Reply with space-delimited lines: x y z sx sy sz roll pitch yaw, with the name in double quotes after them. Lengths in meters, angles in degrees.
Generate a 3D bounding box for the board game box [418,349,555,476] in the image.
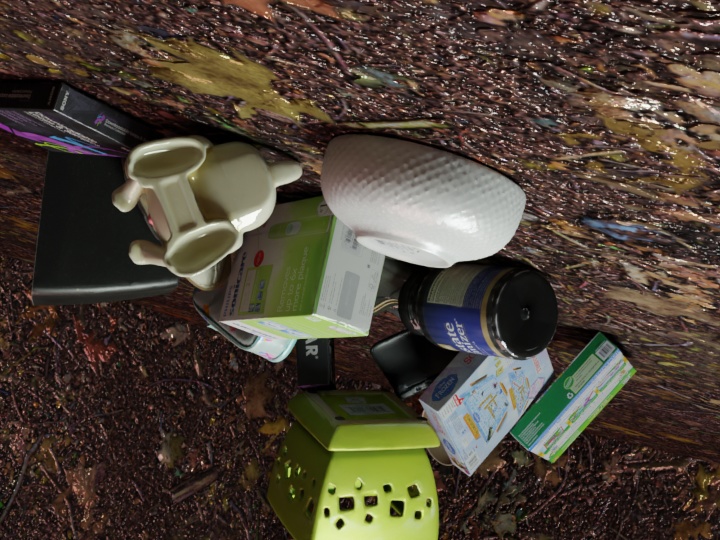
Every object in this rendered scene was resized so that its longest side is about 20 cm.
0.182 0.163 1.835 0.041 0.200 0.200 33 162 34 "board game box"

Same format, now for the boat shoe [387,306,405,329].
0.104 0.084 2.116 0.199 0.062 0.073 20 171 -23 "boat shoe"

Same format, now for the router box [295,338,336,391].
-0.068 0.076 1.925 0.051 0.201 0.149 -4 170 2 "router box"

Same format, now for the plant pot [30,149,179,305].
-0.313 -0.052 1.650 0.177 0.200 0.200 6 174 -12 "plant pot"

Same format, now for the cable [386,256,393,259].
-0.016 -0.045 1.643 0.200 0.050 0.097 -14 121 47 "cable"

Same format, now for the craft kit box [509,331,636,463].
0.324 0.195 1.978 0.049 0.200 0.197 43 -178 26 "craft kit box"

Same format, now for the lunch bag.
-0.142 0.028 1.792 0.077 0.161 0.200 21 -172 -38 "lunch bag"

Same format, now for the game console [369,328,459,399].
0.122 0.093 1.915 0.199 0.117 0.176 -24 -166 7 "game console"

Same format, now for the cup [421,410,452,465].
0.301 0.482 4.007 0.143 0.201 0.200 -10 -171 -37 "cup"

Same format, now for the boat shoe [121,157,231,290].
-0.220 -0.067 1.564 0.201 0.072 0.066 60 169 -29 "boat shoe"

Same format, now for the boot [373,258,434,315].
0.000 0.000 1.779 0.138 0.078 0.200 28 153 -37 "boot"

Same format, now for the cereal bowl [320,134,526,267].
0.053 -0.055 1.240 0.199 0.084 0.200 15 172 2 "cereal bowl"

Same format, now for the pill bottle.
0.141 0.047 1.638 0.112 0.112 0.200 22 169 -36 "pill bottle"

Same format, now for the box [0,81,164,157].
-0.330 -0.163 1.429 0.200 0.036 0.143 6 167 43 "box"

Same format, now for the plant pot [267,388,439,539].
-0.005 0.275 1.854 0.199 0.182 0.199 2 -166 -23 "plant pot"

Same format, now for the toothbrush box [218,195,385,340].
-0.066 0.000 1.541 0.086 0.146 0.200 21 164 -33 "toothbrush box"

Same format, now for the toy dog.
-0.171 -0.081 1.400 0.140 0.194 0.200 60 165 -5 "toy dog"
